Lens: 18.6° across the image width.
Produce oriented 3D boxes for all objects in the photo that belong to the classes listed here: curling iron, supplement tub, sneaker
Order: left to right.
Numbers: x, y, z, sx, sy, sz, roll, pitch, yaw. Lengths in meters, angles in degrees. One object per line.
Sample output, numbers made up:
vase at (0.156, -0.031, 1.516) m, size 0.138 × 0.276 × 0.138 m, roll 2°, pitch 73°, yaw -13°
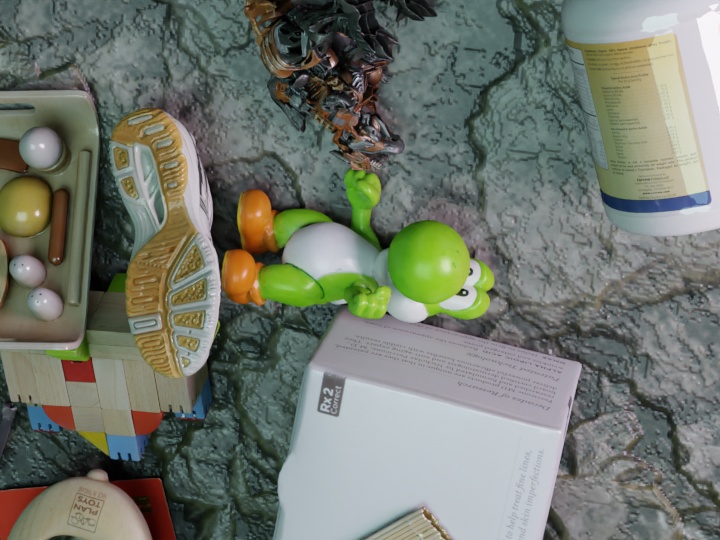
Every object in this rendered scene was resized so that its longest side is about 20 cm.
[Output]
curling iron at (-0.322, 0.179, 1.796) m, size 0.026 × 0.049 × 0.200 m, roll 53°, pitch 127°, yaw 26°
sneaker at (-0.133, -0.020, 1.641) m, size 0.075 × 0.088 × 0.201 m, roll -7°, pitch 85°, yaw 15°
supplement tub at (0.218, -0.139, 1.506) m, size 0.143 × 0.144 × 0.201 m, roll -10°, pitch 108°, yaw 16°

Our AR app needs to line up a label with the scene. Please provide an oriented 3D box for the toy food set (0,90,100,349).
toy food set at (-0.278, -0.037, 1.664) m, size 0.143 × 0.060 × 0.201 m, roll 0°, pitch 75°, yaw 12°

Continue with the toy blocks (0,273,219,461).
toy blocks at (-0.197, 0.086, 1.723) m, size 0.199 × 0.100 × 0.137 m, roll 3°, pitch 126°, yaw 13°

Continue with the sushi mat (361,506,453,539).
sushi mat at (-0.004, 0.256, 1.638) m, size 0.199 × 0.012 × 0.096 m, roll -32°, pitch 101°, yaw 23°

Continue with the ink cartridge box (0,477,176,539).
ink cartridge box at (-0.222, 0.275, 1.818) m, size 0.159 × 0.047 × 0.201 m, roll -6°, pitch 110°, yaw 15°

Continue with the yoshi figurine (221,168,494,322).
yoshi figurine at (0.000, -0.012, 1.628) m, size 0.199 × 0.112 × 0.113 m, roll 9°, pitch 106°, yaw 7°

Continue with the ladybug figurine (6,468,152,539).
ladybug figurine at (-0.223, 0.256, 1.766) m, size 0.135 × 0.072 × 0.201 m, roll 16°, pitch 99°, yaw 12°

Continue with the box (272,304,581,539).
box at (0.048, 0.156, 1.665) m, size 0.199 × 0.131 × 0.200 m, roll 14°, pitch 113°, yaw 8°

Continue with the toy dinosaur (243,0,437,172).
toy dinosaur at (-0.030, -0.165, 1.587) m, size 0.135 × 0.103 × 0.200 m, roll -27°, pitch 125°, yaw 37°
